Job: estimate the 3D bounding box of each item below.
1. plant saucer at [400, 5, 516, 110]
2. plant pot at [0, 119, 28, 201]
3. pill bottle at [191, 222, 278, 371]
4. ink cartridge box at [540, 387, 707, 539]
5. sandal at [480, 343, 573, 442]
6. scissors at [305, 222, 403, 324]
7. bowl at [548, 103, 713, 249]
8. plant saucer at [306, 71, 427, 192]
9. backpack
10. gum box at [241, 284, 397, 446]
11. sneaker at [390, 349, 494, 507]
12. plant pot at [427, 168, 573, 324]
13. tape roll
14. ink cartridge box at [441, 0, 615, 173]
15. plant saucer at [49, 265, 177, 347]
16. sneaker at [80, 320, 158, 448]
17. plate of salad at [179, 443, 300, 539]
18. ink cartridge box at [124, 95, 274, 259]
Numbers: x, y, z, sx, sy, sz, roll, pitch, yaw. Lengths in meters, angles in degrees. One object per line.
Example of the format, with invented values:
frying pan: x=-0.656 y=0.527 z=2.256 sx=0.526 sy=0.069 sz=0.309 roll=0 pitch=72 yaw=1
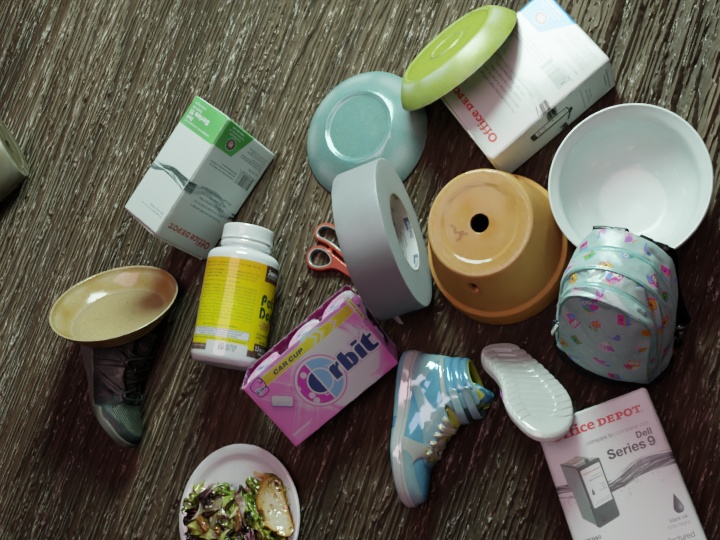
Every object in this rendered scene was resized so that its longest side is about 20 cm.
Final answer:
plant saucer: x=0.126 y=-0.301 z=1.185 sx=0.199 sy=0.201 sz=0.031 roll=-40 pitch=110 yaw=9
plant pot: x=-0.680 y=-0.176 z=1.486 sx=0.171 sy=0.201 sz=0.203 roll=-26 pitch=67 yaw=-4
pill bottle: x=-0.179 y=0.039 z=1.255 sx=0.107 sy=0.109 sz=0.205 roll=4 pitch=79 yaw=23
ink cartridge box: x=0.307 y=0.260 z=1.014 sx=0.143 sy=0.084 sz=0.204 roll=-23 pitch=69 yaw=15
sandal: x=0.205 y=0.155 z=1.058 sx=0.080 sy=0.204 sz=0.051 roll=-6 pitch=117 yaw=-6
scissors: x=0.000 y=0.000 z=1.243 sx=0.198 sy=0.014 sz=0.074 roll=32 pitch=88 yaw=27
bowl: x=0.341 y=-0.098 z=1.086 sx=0.196 sy=0.090 sz=0.207 roll=-6 pitch=74 yaw=21
plant saucer: x=0.002 y=-0.209 z=1.281 sx=0.196 sy=0.039 sz=0.207 roll=-6 pitch=74 yaw=21
backpack: x=0.300 y=0.047 z=0.998 sx=0.163 sy=0.202 sz=0.128 roll=12 pitch=56 yaw=20
gum box: x=-0.050 y=0.127 z=1.170 sx=0.199 sy=0.066 sz=0.114 roll=-40 pitch=104 yaw=10
sneaker: x=0.109 y=0.204 z=1.113 sx=0.127 sy=0.079 sz=0.206 roll=-2 pitch=77 yaw=23
plant pot: x=0.170 y=-0.042 z=1.115 sx=0.195 sy=0.140 sz=0.206 roll=-5 pitch=75 yaw=20
tape roll: x=0.031 y=-0.041 z=1.138 sx=0.065 sy=0.200 sz=0.205 roll=-18 pitch=71 yaw=16
ink cartridge box: x=0.223 y=-0.252 z=1.175 sx=0.199 sy=0.084 sz=0.147 roll=-39 pitch=65 yaw=10
plant saucer: x=-0.374 y=0.061 z=1.318 sx=0.195 sy=0.036 sz=0.202 roll=-5 pitch=32 yaw=3
sneaker: x=-0.357 y=0.163 z=1.315 sx=0.113 sy=0.076 sz=0.203 roll=-31 pitch=62 yaw=19
plate of salad: x=-0.177 y=0.348 z=1.211 sx=0.195 sy=0.048 sz=0.206 roll=-5 pitch=76 yaw=21
ink cartridge box: x=-0.242 y=-0.135 z=1.304 sx=0.082 sy=0.146 sz=0.202 roll=34 pitch=90 yaw=27
